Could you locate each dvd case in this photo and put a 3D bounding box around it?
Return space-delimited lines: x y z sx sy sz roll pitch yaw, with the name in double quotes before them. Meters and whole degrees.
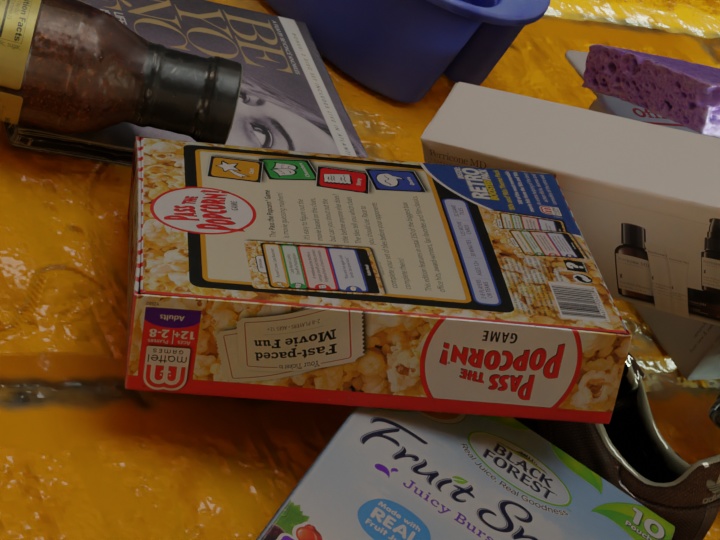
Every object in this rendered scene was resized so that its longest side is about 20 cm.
"dvd case" -0.096 -0.100 0.907 0.199 0.016 0.149 9 39 -31

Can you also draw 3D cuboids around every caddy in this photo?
"caddy" 0.020 -0.192 1.035 0.200 0.105 0.141 44 34 19

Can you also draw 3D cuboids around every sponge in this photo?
"sponge" 0.231 -0.088 0.973 0.199 0.030 0.111 6 14 -31

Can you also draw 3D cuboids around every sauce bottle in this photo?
"sauce bottle" -0.154 -0.097 0.793 0.199 0.066 0.066 14 36 -13

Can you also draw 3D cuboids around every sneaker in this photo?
"sneaker" 0.092 0.048 0.807 0.070 0.076 0.200 -14 54 -47

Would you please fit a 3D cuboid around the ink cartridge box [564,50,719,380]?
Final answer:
"ink cartridge box" 0.188 -0.034 0.996 0.115 0.067 0.200 1 44 -37

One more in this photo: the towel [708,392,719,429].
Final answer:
"towel" 0.270 0.064 0.899 0.192 0.035 0.200 39 51 -10

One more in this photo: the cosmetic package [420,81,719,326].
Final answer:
"cosmetic package" 0.131 -0.028 0.854 0.199 0.083 0.051 15 48 25

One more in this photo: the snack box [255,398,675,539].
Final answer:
"snack box" 0.031 0.127 0.676 0.142 0.053 0.200 35 33 4

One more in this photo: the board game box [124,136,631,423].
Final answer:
"board game box" 0.000 0.000 0.753 0.199 0.046 0.152 5 27 -9
